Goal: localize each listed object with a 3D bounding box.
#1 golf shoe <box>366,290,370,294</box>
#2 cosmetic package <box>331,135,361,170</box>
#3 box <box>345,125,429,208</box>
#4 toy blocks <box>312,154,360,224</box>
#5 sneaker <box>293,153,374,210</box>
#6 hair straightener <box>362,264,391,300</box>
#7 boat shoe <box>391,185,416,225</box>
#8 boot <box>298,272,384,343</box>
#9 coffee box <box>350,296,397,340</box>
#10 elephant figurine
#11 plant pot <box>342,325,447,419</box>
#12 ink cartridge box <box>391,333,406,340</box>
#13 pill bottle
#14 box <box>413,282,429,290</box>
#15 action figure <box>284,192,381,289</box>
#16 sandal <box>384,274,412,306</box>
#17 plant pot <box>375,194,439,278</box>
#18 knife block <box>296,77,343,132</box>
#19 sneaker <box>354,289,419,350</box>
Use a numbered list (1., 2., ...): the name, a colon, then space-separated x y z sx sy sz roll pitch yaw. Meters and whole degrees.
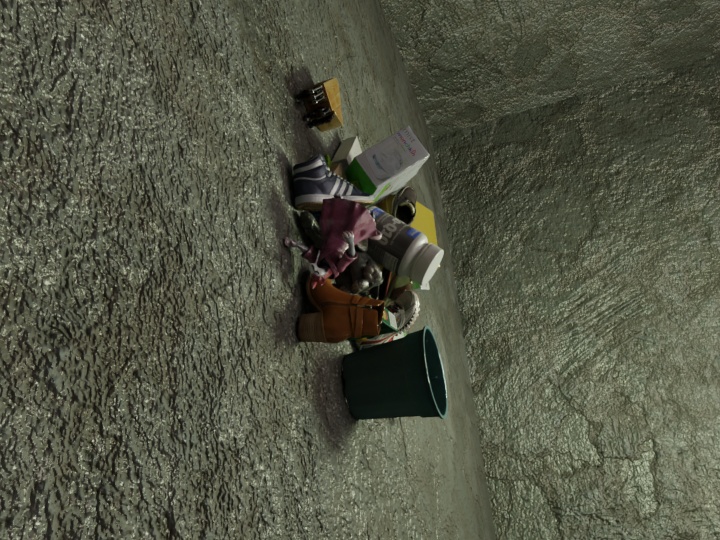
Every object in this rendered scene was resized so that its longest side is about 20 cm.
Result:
1. golf shoe: 0.000 0.000 1.522 0.093 0.072 0.200 57 6 22
2. cosmetic package: -0.033 -0.297 1.651 0.201 0.050 0.083 -74 150 -60
3. box: 0.050 -0.236 1.481 0.097 0.176 0.200 53 -23 3
4. toy blocks: -0.062 -0.146 1.381 0.202 0.099 0.137 68 29 -28
5. sneaker: -0.058 -0.187 1.292 0.198 0.070 0.110 -4 80 -37
6. hair straightener: 0.021 0.071 1.469 0.041 0.076 0.202 48 -47 50
7. boat shoe: 0.114 -0.150 1.540 0.073 0.065 0.201 32 50 -15
8. boot: -0.030 0.059 1.162 0.201 0.153 0.077 -79 161 -55
9. coffee box: -0.001 0.107 1.305 0.200 0.121 0.045 37 44 -65
10. elephant figurine: -0.038 -0.045 1.315 0.202 0.140 0.155 63 -15 5
11. plant pot: 0.074 0.239 1.326 0.200 0.194 0.203 -13 90 -74
12. ink cartridge box: 0.069 0.222 1.533 0.201 0.082 0.147 -86 157 -45
13. pill bottle: 0.085 -0.055 1.397 0.114 0.199 0.114 -51 161 -25
14. box: 0.152 -0.026 1.990 0.176 0.095 0.203 11 68 -75
15. action figure: -0.055 -0.046 1.189 0.202 0.132 0.149 -68 154 -24
16. sandal: 0.104 0.061 1.606 0.057 0.202 0.080 40 13 28
17. plant pot: 0.078 -0.096 1.654 0.199 0.194 0.196 33 43 -45
18. knife block: -0.104 -0.435 1.482 0.176 0.063 0.202 49 31 -61
19. sneaker: 0.066 0.121 1.448 0.078 0.200 0.082 27 -22 48
